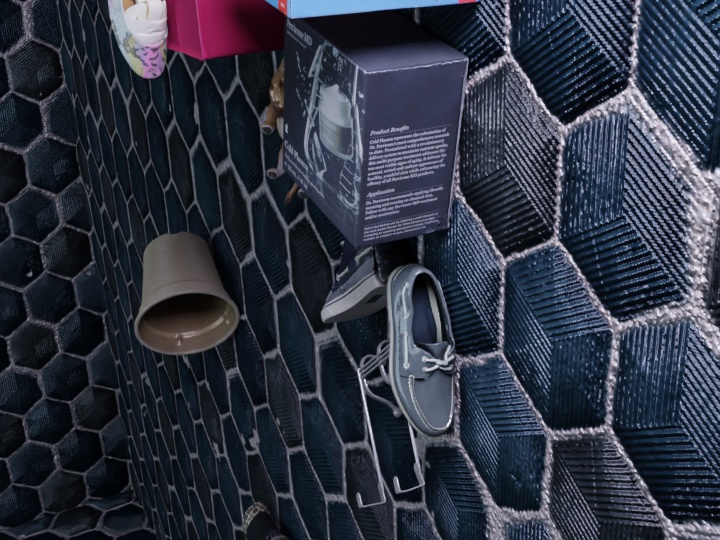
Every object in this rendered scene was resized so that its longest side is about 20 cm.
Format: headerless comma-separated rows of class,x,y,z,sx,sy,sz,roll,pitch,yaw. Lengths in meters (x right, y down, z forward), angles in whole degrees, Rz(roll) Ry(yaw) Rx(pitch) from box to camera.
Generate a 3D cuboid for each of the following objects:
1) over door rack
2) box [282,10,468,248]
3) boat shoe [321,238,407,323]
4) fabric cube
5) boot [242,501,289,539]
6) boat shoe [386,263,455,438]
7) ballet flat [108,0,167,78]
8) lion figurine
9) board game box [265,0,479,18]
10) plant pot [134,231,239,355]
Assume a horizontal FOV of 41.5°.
over door rack,0.046,0.183,1.167,0.148,0.066,0.201,130,143,-62
box,0.007,-0.164,1.025,0.200,0.123,0.198,48,141,47
boat shoe,0.000,0.000,1.202,0.200,0.074,0.093,-36,63,56
fabric cube,-0.138,-0.370,1.139,0.200,0.198,0.198,34,134,57
boot,-0.185,0.583,1.908,0.154,0.073,0.205,-139,48,-56
boat shoe,0.073,0.091,1.075,0.062,0.072,0.201,167,95,-70
ballet flat,-0.263,-0.331,1.124,0.071,0.069,0.201,-7,97,46
lion figurine,-0.089,-0.194,1.276,0.201,0.072,0.123,99,-178,-53
board game box,-0.017,-0.302,0.906,0.196,0.199,0.056,45,140,48
plant pot,-0.350,0.032,1.863,0.201,0.199,0.184,106,154,-49
